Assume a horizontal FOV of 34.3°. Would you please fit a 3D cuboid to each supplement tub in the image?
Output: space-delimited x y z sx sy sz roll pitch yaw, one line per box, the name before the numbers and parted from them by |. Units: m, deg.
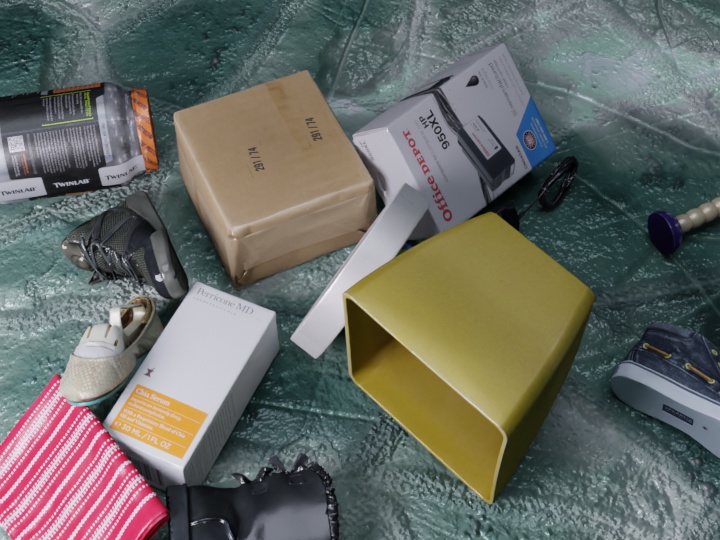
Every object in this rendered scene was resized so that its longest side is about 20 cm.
supplement tub | -0.340 -0.151 1.363 0.196 0.123 0.124 -9 53 -7

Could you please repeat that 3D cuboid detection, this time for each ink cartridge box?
ink cartridge box | 0.110 -0.146 1.345 0.199 0.084 0.146 -37 106 -25

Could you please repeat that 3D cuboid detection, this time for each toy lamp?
toy lamp | 0.429 -0.081 1.361 0.197 0.059 0.059 -21 56 -17

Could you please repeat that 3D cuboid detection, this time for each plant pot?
plant pot | 0.115 0.068 1.130 0.199 0.201 0.176 40 70 20

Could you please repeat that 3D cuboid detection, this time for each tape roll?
tape roll | 0.000 0.000 1.206 0.037 0.203 0.204 37 58 -1

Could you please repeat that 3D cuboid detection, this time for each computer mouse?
computer mouse | 0.183 -0.074 1.356 0.199 0.059 0.034 -37 44 -27

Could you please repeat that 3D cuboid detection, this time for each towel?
towel | -0.279 0.216 1.108 0.200 0.022 0.145 43 95 28

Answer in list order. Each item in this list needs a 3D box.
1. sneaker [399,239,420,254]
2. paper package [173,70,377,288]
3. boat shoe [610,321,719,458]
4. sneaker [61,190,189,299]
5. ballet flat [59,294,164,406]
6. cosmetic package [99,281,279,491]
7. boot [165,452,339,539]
sneaker | 0.129 0.016 1.284 0.197 0.072 0.083 20 44 11
paper package | -0.099 -0.108 1.346 0.188 0.104 0.201 -20 55 -17
boat shoe | 0.363 0.126 1.194 0.198 0.071 0.091 30 62 22
sneaker | -0.255 -0.010 1.271 0.113 0.077 0.200 -28 37 -11
ballet flat | -0.253 0.073 1.174 0.066 0.064 0.200 -2 15 9
cosmetic package | -0.171 0.120 1.193 0.100 0.072 0.202 19 55 14
boot | -0.095 0.273 1.084 0.159 0.074 0.201 -4 55 -12
